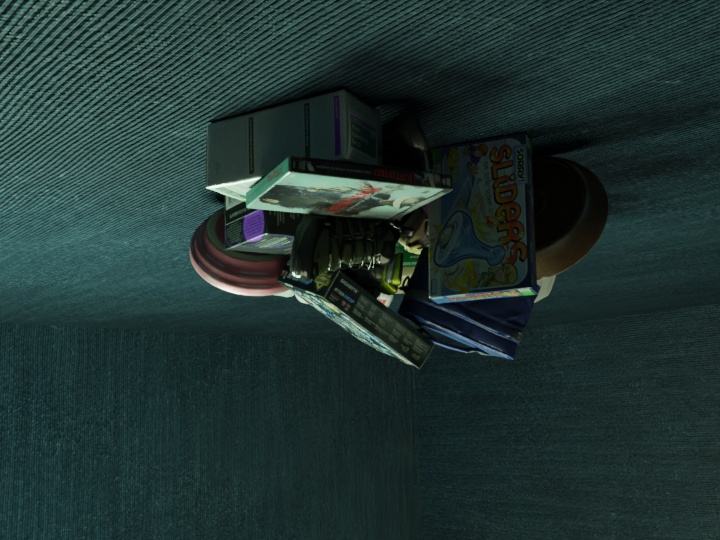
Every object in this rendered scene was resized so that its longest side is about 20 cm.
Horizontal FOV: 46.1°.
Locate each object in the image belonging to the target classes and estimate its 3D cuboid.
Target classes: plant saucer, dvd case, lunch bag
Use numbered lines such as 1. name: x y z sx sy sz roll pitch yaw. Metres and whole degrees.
1. plant saucer: 0.222 -0.078 1.111 0.197 0.203 0.035 -7 144 25
2. dvd case: -0.015 -0.090 0.961 0.197 0.022 0.146 2 168 -27
3. lunch bag: 0.149 0.052 1.257 0.197 0.134 0.136 21 175 -8
4. plant saucer: -0.163 -0.044 1.306 0.197 0.202 0.051 0 129 -12

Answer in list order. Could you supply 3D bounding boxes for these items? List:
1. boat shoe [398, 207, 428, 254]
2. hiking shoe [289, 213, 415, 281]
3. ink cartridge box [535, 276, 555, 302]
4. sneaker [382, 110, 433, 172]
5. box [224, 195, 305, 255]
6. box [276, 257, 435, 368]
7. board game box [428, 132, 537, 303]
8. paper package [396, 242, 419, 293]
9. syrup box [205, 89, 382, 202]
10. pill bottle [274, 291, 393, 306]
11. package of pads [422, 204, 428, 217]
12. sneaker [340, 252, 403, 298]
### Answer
1. boat shoe: 0.094 -0.063 1.370 0.074 0.066 0.200 -46 177 7
2. hiking shoe: -0.008 -0.038 1.051 0.100 0.077 0.200 18 -148 25
3. ink cartridge box: 0.218 0.007 1.450 0.198 0.148 0.086 -24 141 -31
4. sneaker: 0.016 -0.119 1.019 0.114 0.077 0.200 -24 173 -9
5. box: -0.082 -0.083 1.209 0.198 0.108 0.121 5 168 -38
6. box: -0.009 0.059 1.224 0.199 0.046 0.158 38 169 -28
7. board game box: 0.153 -0.065 1.075 0.133 0.203 0.034 -7 163 24
8. paper package: 0.079 -0.018 1.620 0.197 0.105 0.191 -3 170 14
9. syrup box: -0.078 -0.138 0.972 0.197 0.083 0.078 -6 170 30
10. pill bottle: -0.047 0.003 1.416 0.197 0.116 0.114 8 167 -21
11. package of pads: 0.167 -0.066 1.301 0.076 0.121 0.200 -44 163 3
12. sneaker: 0.000 0.000 1.245 0.080 0.075 0.200 16 166 -13
